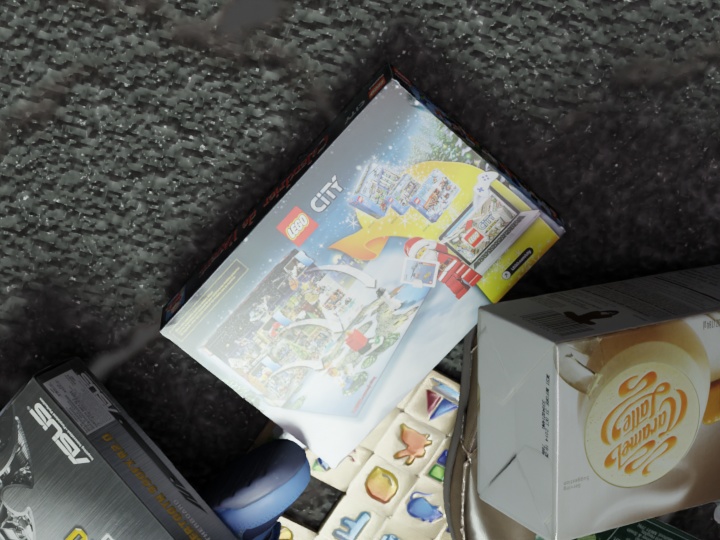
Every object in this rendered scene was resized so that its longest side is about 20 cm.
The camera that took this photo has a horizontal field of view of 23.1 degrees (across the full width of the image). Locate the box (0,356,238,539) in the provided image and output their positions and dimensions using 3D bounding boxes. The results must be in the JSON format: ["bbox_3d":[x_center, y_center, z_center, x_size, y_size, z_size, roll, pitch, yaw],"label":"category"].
[{"bbox_3d":[-0.155,0.175,1.019,0.200,0.048,0.158,48,117,7],"label":"box"}]

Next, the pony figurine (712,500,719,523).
[{"bbox_3d":[0.311,0.181,1.048,0.200,0.193,0.167,-39,66,5],"label":"pony figurine"}]

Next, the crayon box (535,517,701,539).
[{"bbox_3d":[0.180,0.232,1.058,0.051,0.127,0.200,-43,137,-29],"label":"crayon box"}]

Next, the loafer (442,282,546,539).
[{"bbox_3d":[0.088,0.111,1.045,0.073,0.071,0.201,-5,109,-5],"label":"loafer"}]

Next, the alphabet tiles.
[{"bbox_3d":[0.027,0.140,1.098,0.200,0.008,0.167,29,108,-15],"label":"alphabet tiles"}]

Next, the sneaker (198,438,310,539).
[{"bbox_3d":[-0.083,0.180,1.062,0.082,0.074,0.200,41,118,-1],"label":"sneaker"}]

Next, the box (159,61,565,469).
[{"bbox_3d":[0.000,0.000,1.014,0.136,0.038,0.200,40,103,-16],"label":"box"}]

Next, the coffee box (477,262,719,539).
[{"bbox_3d":[0.168,0.068,0.986,0.199,0.080,0.115,-8,107,-28],"label":"coffee box"}]
